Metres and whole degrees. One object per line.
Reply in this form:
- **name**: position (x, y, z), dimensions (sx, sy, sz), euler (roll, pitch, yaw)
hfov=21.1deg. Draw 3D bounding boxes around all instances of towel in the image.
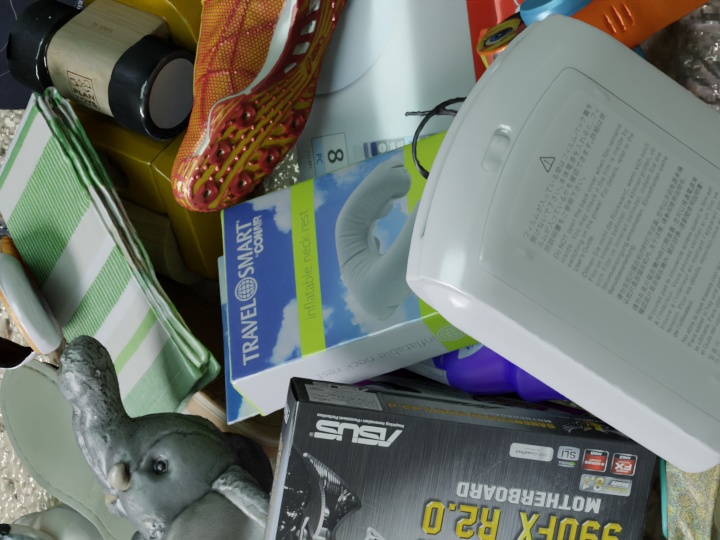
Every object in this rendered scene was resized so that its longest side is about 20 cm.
- **towel**: position (-0.162, 0.003, 1.188), dimensions (0.201, 0.023, 0.153), euler (58, 149, 9)

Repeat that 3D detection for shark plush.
- **shark plush**: position (-0.156, 0.206, 1.303), dimensions (0.198, 0.091, 0.084), euler (16, 123, 13)

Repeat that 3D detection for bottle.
- **bottle**: position (0.066, 0.028, 1.108), dimensions (0.199, 0.065, 0.084), euler (20, 90, 33)

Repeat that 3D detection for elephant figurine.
- **elephant figurine**: position (-0.098, 0.147, 1.123), dimensions (0.141, 0.154, 0.202), euler (29, 112, 33)

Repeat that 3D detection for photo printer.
- **photo printer**: position (0.126, -0.018, 0.966), dimensions (0.168, 0.199, 0.069), euler (-63, 18, -13)

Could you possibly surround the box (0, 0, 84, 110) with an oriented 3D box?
- **box**: position (-0.267, -0.217, 1.252), dimensions (0.124, 0.196, 0.201), euler (44, 116, 26)

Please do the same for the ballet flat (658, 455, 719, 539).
- **ballet flat**: position (0.190, 0.152, 1.035), dimensions (0.070, 0.070, 0.202), euler (4, 95, 35)

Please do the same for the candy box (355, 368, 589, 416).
- **candy box**: position (0.051, 0.170, 1.133), dimensions (0.135, 0.061, 0.202), euler (11, 100, 34)

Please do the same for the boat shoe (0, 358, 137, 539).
- **boat shoe**: position (-0.167, 0.126, 1.284), dimensions (0.201, 0.060, 0.072), euler (41, 115, 33)

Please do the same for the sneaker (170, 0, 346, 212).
- **sneaker**: position (-0.063, -0.128, 1.125), dimensions (0.077, 0.073, 0.202), euler (19, 81, 34)

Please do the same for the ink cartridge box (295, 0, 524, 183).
- **ink cartridge box**: position (0.044, -0.129, 1.128), dimensions (0.198, 0.047, 0.162), euler (-7, 89, 37)

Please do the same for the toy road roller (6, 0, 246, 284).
- **toy road roller**: position (-0.117, -0.108, 1.219), dimensions (0.122, 0.146, 0.201), euler (22, 142, 32)

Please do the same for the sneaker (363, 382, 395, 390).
- **sneaker**: position (-0.010, 0.168, 1.088), dimensions (0.070, 0.082, 0.202), euler (-6, 89, 37)

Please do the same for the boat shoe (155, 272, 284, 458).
- **boat shoe**: position (-0.107, 0.063, 1.240), dimensions (0.199, 0.073, 0.070), euler (37, 137, 30)

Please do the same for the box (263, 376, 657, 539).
- **box**: position (0.046, 0.150, 1.033), dimensions (0.198, 0.048, 0.160), euler (9, 101, -9)

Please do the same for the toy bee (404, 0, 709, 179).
- **toy bee**: position (0.104, -0.133, 1.045), dimensions (0.109, 0.198, 0.132), euler (-132, 30, -72)

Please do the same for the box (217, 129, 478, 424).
- **box**: position (0.000, 0.000, 1.081), dimensions (0.198, 0.048, 0.123), euler (-19, 54, 18)

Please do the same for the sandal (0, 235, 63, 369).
- **sandal**: position (-0.235, 0.027, 1.252), dimensions (0.059, 0.207, 0.080), euler (-29, 96, -5)
